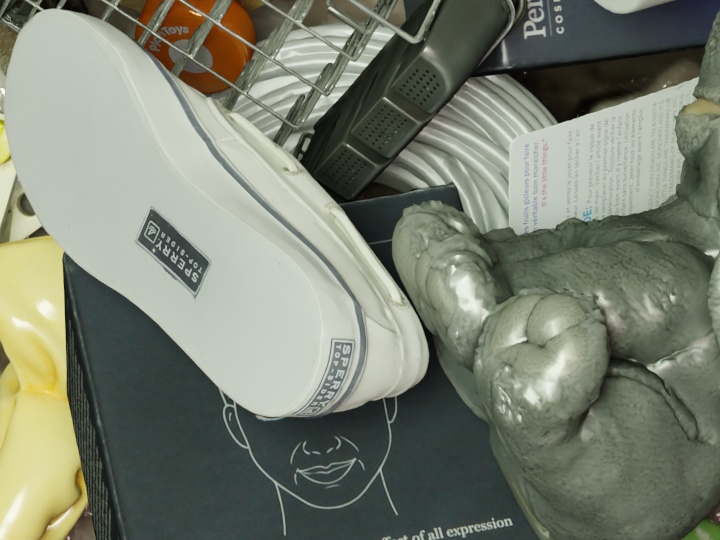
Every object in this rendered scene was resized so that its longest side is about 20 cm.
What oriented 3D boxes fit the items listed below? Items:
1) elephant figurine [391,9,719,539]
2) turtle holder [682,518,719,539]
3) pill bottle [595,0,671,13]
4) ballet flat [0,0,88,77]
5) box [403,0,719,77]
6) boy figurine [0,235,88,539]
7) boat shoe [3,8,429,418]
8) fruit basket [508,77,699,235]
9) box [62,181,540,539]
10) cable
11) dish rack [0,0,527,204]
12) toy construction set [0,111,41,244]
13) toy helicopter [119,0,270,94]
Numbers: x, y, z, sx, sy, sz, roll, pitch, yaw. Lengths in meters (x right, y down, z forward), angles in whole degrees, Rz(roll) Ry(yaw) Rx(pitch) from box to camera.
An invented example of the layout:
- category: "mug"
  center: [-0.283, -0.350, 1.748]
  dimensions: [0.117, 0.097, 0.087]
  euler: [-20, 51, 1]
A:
- category: "elephant figurine"
  center: [0.124, -0.004, 0.894]
  dimensions: [0.199, 0.155, 0.142]
  euler: [-29, 53, -5]
- category: "turtle holder"
  center: [0.073, 0.166, 1.079]
  dimensions: [0.184, 0.132, 0.141]
  euler: [-3, 129, -6]
- category: "pill bottle"
  center: [0.167, -0.156, 0.956]
  dimensions: [0.199, 0.111, 0.112]
  euler: [-19, 93, -16]
- category: "ballet flat"
  center: [-0.122, -0.066, 1.083]
  dimensions: [0.046, 0.067, 0.201]
  euler: [-30, 52, 8]
- category: "box"
  center: [0.116, -0.156, 1.054]
  dimensions: [0.199, 0.104, 0.149]
  euler: [-10, 94, -18]
- category: "boy figurine"
  center: [-0.137, 0.082, 1.100]
  dimensions: [0.064, 0.124, 0.201]
  euler: [14, 114, -3]
- category: "boat shoe"
  center: [-0.050, -0.022, 0.943]
  dimensions: [0.200, 0.066, 0.072]
  euler: [40, 115, 38]
- category: "fruit basket"
  center: [0.133, 0.001, 1.030]
  dimensions: [0.199, 0.094, 0.186]
  euler: [-16, 126, -21]
- category: "box"
  center: [-0.017, 0.088, 0.980]
  dimensions: [0.148, 0.107, 0.201]
  euler: [-9, 61, -11]
- category: "cable"
  center: [0.000, 0.000, 1.120]
  dimensions: [0.199, 0.069, 0.201]
  euler: [-23, 92, 5]
- category: "dish rack"
  center: [-0.057, -0.101, 0.984]
  dimensions: [0.199, 0.153, 0.055]
  euler: [33, 57, -8]
- category: "toy construction set"
  center: [-0.206, 0.010, 1.127]
  dimensions: [0.131, 0.092, 0.201]
  euler: [30, 84, 0]
- category: "toy helicopter"
  center: [-0.049, -0.163, 1.028]
  dimensions: [0.132, 0.079, 0.200]
  euler: [36, 136, -21]
